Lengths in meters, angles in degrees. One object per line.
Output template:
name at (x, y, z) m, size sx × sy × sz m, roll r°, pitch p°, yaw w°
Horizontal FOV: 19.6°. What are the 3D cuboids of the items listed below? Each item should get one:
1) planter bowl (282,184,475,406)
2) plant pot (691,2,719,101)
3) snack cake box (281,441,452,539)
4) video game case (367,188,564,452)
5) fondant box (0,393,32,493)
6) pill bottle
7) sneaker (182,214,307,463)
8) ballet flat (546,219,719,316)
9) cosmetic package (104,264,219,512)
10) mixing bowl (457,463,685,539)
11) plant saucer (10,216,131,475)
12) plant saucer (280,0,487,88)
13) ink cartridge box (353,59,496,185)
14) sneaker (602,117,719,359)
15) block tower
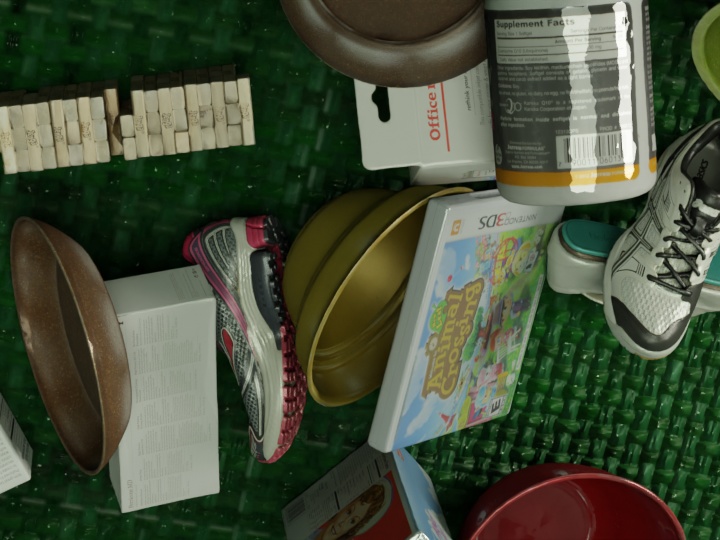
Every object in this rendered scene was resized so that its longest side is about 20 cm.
planter bowl at (0.000, 0.000, 1.603) m, size 0.083 × 0.200 × 0.201 m, roll 36°, pitch 104°, yaw 24°
plant pot at (0.369, -0.215, 1.536) m, size 0.200 × 0.200 × 0.190 m, roll 32°, pitch 66°, yaw -16°
snack cake box at (0.009, 0.217, 1.638) m, size 0.115 × 0.200 × 0.067 m, roll -38°, pitch 109°, yaw 7°
video game case at (0.086, 0.033, 1.616) m, size 0.022 × 0.182 × 0.200 m, roll 24°, pitch 110°, yaw 31°
fondant box at (-0.365, 0.102, 1.628) m, size 0.144 × 0.058 × 0.200 m, roll -25°, pitch 109°, yaw 2°
pill bottle at (0.147, -0.151, 1.476) m, size 0.116 × 0.116 × 0.200 m, roll -5°, pitch 99°, yaw -5°
sneaker at (-0.087, 0.054, 1.643) m, size 0.074 × 0.081 × 0.200 m, roll -5°, pitch 104°, yaw 13°
ballet flat at (0.240, 0.004, 1.674) m, size 0.200 × 0.069 × 0.070 m, roll 9°, pitch 107°, yaw -12°
cosmetic package at (-0.156, 0.093, 1.618) m, size 0.082 × 0.051 × 0.200 m, roll -11°, pitch 130°, yaw -17°
mixing bowl at (0.155, 0.234, 1.700) m, size 0.200 × 0.108 × 0.201 m, roll -5°, pitch 112°, yaw -12°
plant saucer at (-0.213, 0.053, 1.566) m, size 0.037 × 0.200 × 0.201 m, roll -16°, pitch 111°, yaw -22°
plant saucer at (0.032, -0.235, 1.533) m, size 0.200 × 0.032 × 0.201 m, roll -1°, pitch 85°, yaw 7°
ink cartridge box at (0.093, -0.130, 1.582) m, size 0.199 × 0.068 × 0.117 m, roll -4°, pitch 80°, yaw -6°
sneaker at (0.243, -0.031, 1.598) m, size 0.076 × 0.088 × 0.200 m, roll 22°, pitch 68°, yaw -7°
block tower at (-0.181, -0.115, 1.580) m, size 0.199 × 0.058 × 0.054 m, roll -6°, pitch 109°, yaw -3°
